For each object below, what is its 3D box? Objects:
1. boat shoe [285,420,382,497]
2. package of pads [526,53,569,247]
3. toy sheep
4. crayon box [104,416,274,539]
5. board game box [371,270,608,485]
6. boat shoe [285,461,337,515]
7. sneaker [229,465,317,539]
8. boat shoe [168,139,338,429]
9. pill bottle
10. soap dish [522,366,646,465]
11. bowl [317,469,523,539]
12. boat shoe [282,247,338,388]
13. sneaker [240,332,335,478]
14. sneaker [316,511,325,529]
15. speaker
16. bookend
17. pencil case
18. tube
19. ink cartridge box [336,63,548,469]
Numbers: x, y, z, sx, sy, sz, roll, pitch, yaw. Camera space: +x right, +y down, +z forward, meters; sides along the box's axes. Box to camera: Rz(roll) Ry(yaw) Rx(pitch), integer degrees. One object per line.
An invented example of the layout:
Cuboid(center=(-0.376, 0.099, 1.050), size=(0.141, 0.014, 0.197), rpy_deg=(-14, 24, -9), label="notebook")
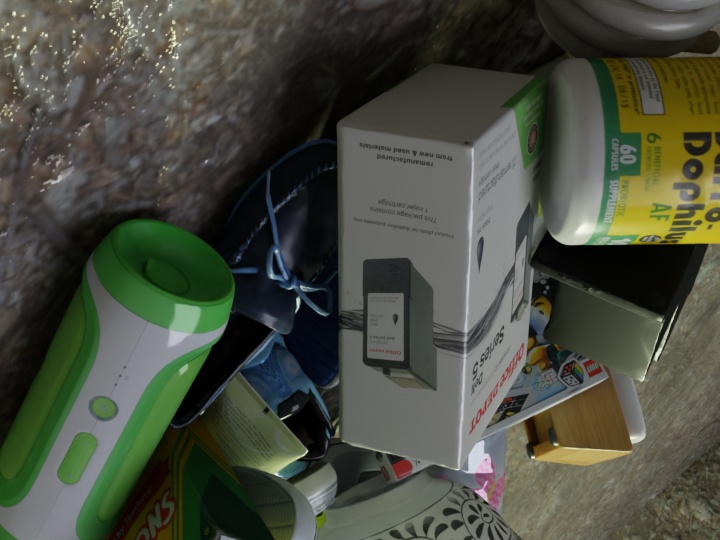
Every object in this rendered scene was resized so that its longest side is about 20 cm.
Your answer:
Cuboid(center=(-0.016, 0.176, 1.025), size=(0.201, 0.085, 0.075), rpy_deg=(12, 96, -58), label="boat shoe")
Cuboid(center=(0.122, -0.073, 0.874), size=(0.199, 0.068, 0.155), rpy_deg=(-29, 150, -32), label="package of pads")
Cuboid(center=(0.175, -0.195, 0.696), size=(0.137, 0.138, 0.201), rpy_deg=(-31, 156, -30), label="toy sheep")
Cuboid(center=(-0.132, 0.164, 0.709), size=(0.051, 0.200, 0.128), rpy_deg=(28, 97, -32), label="crayon box")
Cuboid(center=(0.084, 0.070, 0.911), size=(0.198, 0.127, 0.035), rpy_deg=(-23, 168, -18), label="board game box")
Cuboid(center=(-0.077, 0.215, 0.852), size=(0.200, 0.072, 0.070), rpy_deg=(-40, 172, 28), label="boat shoe")
Cuboid(center=(-0.084, 0.173, 0.749), size=(0.070, 0.199, 0.074), rpy_deg=(29, 64, -33), label="sneaker")
Cuboid(center=(-0.057, 0.017, 0.688), size=(0.084, 0.069, 0.201), rpy_deg=(23, 111, -31), label="boat shoe")
Cuboid(center=(0.215, -0.072, 0.691), size=(0.198, 0.114, 0.113), rpy_deg=(-1, 145, -4), label="pill bottle")
Cuboid(center=(0.177, 0.075, 1.023), size=(0.080, 0.202, 0.157), rpy_deg=(-14, 168, -5), label="soap dish")
Cuboid(center=(0.028, 0.216, 0.908), size=(0.199, 0.095, 0.201), rpy_deg=(-21, 180, 0), label="bowl")
Cuboid(center=(0.000, 0.000, 0.783), size=(0.072, 0.072, 0.201), rpy_deg=(-30, 150, -39), label="boat shoe")
Cuboid(center=(-0.063, 0.117, 0.840), size=(0.078, 0.090, 0.201), rpy_deg=(-39, 155, -15), label="sneaker")
Cuboid(center=(0.023, 0.222, 1.170), size=(0.199, 0.074, 0.084), rpy_deg=(-36, 153, -1), label="sneaker")
Cuboid(center=(-0.145, 0.071, 0.645), size=(0.088, 0.088, 0.201), rpy_deg=(-8, 136, -54), label="speaker")
Cuboid(center=(0.191, 0.003, 0.830), size=(0.199, 0.091, 0.201), rpy_deg=(-56, 159, -33), label="bookend")
Cuboid(center=(0.087, 0.138, 1.019), size=(0.090, 0.083, 0.202), rpy_deg=(-8, 103, -35), label="pencil case")
Cuboid(center=(-0.098, 0.138, 0.802), size=(0.057, 0.052, 0.200), rpy_deg=(14, 143, -19), label="tube")
Cuboid(center=(0.050, -0.007, 0.689), size=(0.145, 0.083, 0.202), rpy_deg=(-43, 139, -56), label="ink cartridge box")
